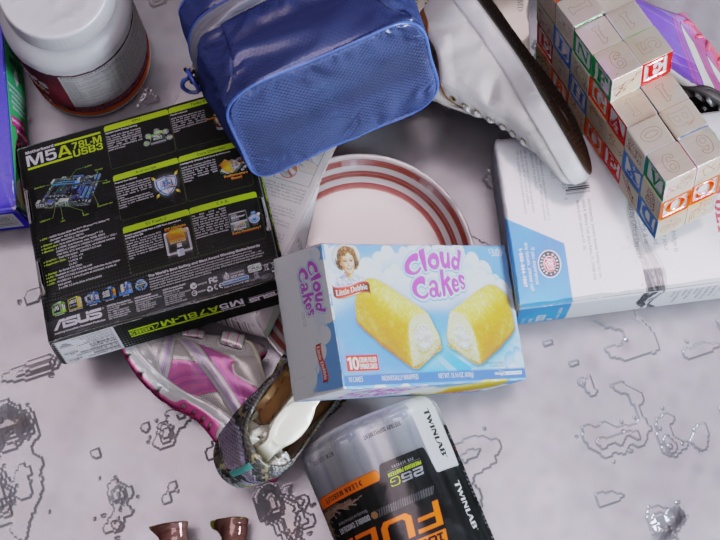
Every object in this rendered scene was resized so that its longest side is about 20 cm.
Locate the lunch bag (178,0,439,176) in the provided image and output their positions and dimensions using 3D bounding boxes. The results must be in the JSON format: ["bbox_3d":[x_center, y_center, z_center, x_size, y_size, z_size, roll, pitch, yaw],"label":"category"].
[{"bbox_3d":[-0.051,-0.181,1.490,0.199,0.136,0.133,-23,61,-3],"label":"lunch bag"}]

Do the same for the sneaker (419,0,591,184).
[{"bbox_3d":[0.112,-0.140,1.524,0.085,0.073,0.201,-38,75,18],"label":"sneaker"}]

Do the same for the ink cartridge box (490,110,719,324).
[{"bbox_3d":[0.218,-0.043,1.560,0.198,0.084,0.146,-7,77,0],"label":"ink cartridge box"}]

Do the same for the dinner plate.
[{"bbox_3d":[0.000,0.000,1.588,0.198,0.024,0.202,0,79,2],"label":"dinner plate"}]

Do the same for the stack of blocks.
[{"bbox_3d":[0.213,-0.141,1.483,0.058,0.115,0.201,-25,63,-10],"label":"stack of blocks"}]

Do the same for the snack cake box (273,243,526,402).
[{"bbox_3d":[0.033,0.040,1.480,0.199,0.067,0.116,0,78,-40],"label":"snack cake box"}]

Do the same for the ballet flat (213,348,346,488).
[{"bbox_3d":[-0.040,0.094,1.494,0.072,0.072,0.201,34,60,7],"label":"ballet flat"}]

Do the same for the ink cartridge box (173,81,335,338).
[{"bbox_3d":[-0.115,-0.058,1.582,0.160,0.050,0.201,18,65,17],"label":"ink cartridge box"}]

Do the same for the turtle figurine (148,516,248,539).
[{"bbox_3d":[-0.136,0.286,1.515,0.198,0.064,0.163,-5,79,0],"label":"turtle figurine"}]

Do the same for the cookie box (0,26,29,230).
[{"bbox_3d":[-0.376,-0.132,1.592,0.170,0.075,0.202,-6,80,0],"label":"cookie box"}]

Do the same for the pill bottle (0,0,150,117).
[{"bbox_3d":[-0.239,-0.204,1.540,0.109,0.200,0.111,0,79,1],"label":"pill bottle"}]

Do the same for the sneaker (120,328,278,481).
[{"bbox_3d":[-0.125,0.085,1.551,0.200,0.081,0.088,40,81,-1],"label":"sneaker"}]

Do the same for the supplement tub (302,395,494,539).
[{"bbox_3d":[0.042,0.214,1.496,0.122,0.123,0.201,-23,80,-3],"label":"supplement tub"}]

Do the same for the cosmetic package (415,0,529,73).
[{"bbox_3d":[0.046,-0.206,1.601,0.198,0.073,0.104,-2,80,2],"label":"cosmetic package"}]

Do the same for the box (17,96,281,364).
[{"bbox_3d":[-0.173,-0.039,1.530,0.198,0.048,0.194,-16,58,1],"label":"box"}]

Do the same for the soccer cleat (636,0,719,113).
[{"bbox_3d":[0.285,-0.178,1.597,0.199,0.068,0.073,34,78,9],"label":"soccer cleat"}]
